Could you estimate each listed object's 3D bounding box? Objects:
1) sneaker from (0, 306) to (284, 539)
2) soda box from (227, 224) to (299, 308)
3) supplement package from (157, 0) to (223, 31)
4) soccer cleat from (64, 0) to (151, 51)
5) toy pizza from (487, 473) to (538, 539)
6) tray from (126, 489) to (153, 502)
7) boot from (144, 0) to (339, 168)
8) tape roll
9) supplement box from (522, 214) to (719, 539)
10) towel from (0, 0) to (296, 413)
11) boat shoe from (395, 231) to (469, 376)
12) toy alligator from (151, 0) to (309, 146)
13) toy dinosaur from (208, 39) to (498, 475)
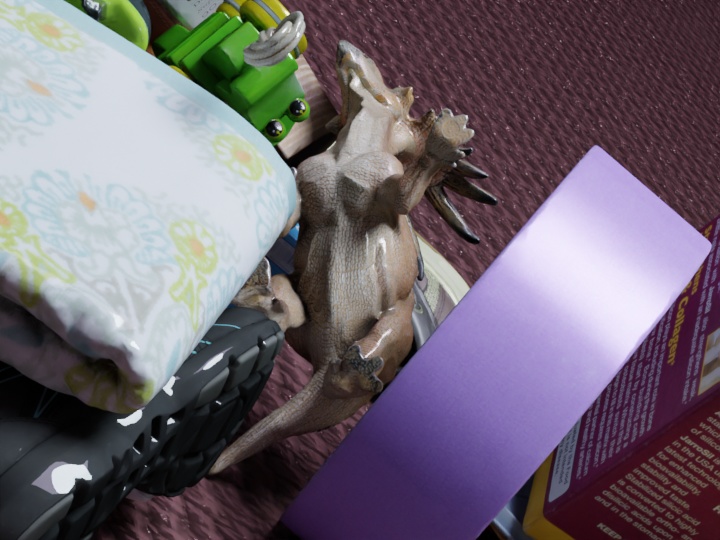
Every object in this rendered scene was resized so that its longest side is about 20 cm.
[{"bbox_3d":[-0.095,0.044,1.013,0.079,0.076,0.200,36,28,14],"label":"sneaker"},{"bbox_3d":[-0.104,-0.052,1.320,0.200,0.064,0.068,41,16,1],"label":"soda box"},{"bbox_3d":[-0.086,-0.195,1.142,0.117,0.117,0.200,47,2,14],"label":"supplement package"},{"bbox_3d":[-0.163,-0.149,1.123,0.199,0.068,0.081,31,44,-5],"label":"soccer cleat"},{"bbox_3d":[0.103,0.126,1.375,0.200,0.032,0.200,36,17,-13],"label":"toy pizza"},{"bbox_3d":[-0.157,0.016,1.091,0.200,0.022,0.107,38,15,-8],"label":"tray"},{"bbox_3d":[-0.116,-0.080,1.235,0.155,0.074,0.200,51,44,7],"label":"boot"},{"bbox_3d":[0.055,0.045,1.168,0.066,0.200,0.200,40,16,3],"label":"tape roll"},{"bbox_3d":[0.177,0.051,1.261,0.103,0.200,0.131,34,46,-16],"label":"supplement box"},{"bbox_3d":[-0.130,-0.042,1.014,0.199,0.048,0.171,32,32,1],"label":"towel"},{"bbox_3d":[-0.027,-0.022,1.397,0.200,0.073,0.065,38,17,11],"label":"boat shoe"},{"bbox_3d":[-0.043,-0.071,1.122,0.054,0.059,0.200,52,-11,-14],"label":"toy alligator"},{"bbox_3d":[0.000,0.000,1.203,0.085,0.201,0.136,15,-7,12],"label":"toy dinosaur"}]
